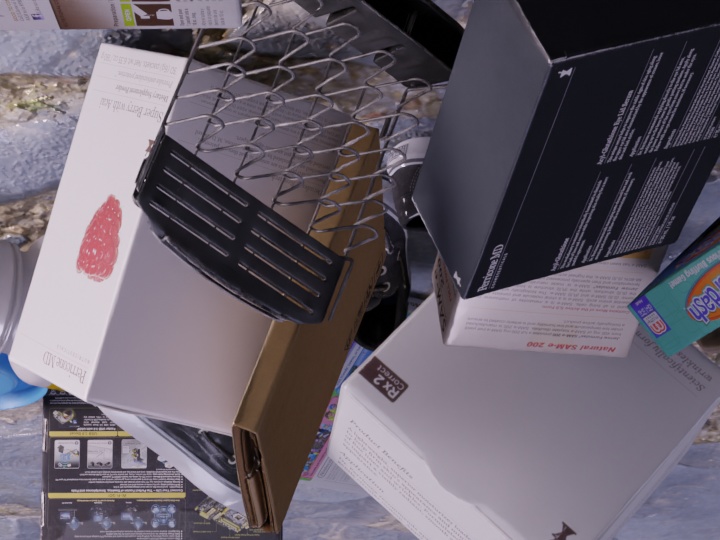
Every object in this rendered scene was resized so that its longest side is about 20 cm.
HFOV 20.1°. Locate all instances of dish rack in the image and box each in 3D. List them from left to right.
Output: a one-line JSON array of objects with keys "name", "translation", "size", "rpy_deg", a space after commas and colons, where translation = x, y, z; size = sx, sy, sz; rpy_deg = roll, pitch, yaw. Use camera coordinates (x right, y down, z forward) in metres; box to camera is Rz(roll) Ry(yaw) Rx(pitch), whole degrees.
[{"name": "dish rack", "translation": [-0.033, -0.079, 1.087], "size": [0.153, 0.201, 0.054], "rpy_deg": [34, 153, -27]}]

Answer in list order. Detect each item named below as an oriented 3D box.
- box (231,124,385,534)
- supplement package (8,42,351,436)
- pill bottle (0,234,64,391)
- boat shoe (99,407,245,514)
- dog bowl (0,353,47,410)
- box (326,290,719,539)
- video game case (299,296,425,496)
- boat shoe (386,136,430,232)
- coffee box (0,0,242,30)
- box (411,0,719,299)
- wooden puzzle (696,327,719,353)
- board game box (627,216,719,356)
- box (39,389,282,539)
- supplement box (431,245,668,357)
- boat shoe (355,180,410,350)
[{"name": "box", "translation": [-0.027, 0.036, 1.187], "size": [0.021, 0.201, 0.164], "rpy_deg": [17, 155, 11]}, {"name": "supplement package", "translation": [-0.108, -0.018, 1.195], "size": [0.119, 0.201, 0.121], "rpy_deg": [16, 180, -33]}, {"name": "pill bottle", "translation": [-0.186, 0.034, 1.445], "size": [0.199, 0.112, 0.111], "rpy_deg": [11, 153, -25]}, {"name": "boat shoe", "translation": [-0.105, 0.109, 1.414], "size": [0.056, 0.069, 0.200], "rpy_deg": [-35, 131, 20]}, {"name": "dog bowl", "translation": [-0.323, 0.053, 1.554], "size": [0.111, 0.050, 0.200], "rpy_deg": [-15, 151, 28]}, {"name": "box", "translation": [0.114, 0.103, 1.414], "size": [0.199, 0.200, 0.131], "rpy_deg": [41, 157, 12]}, {"name": "video game case", "translation": [-0.015, 0.095, 1.596], "size": [0.181, 0.022, 0.201], "rpy_deg": [12, 127, -26]}, {"name": "boat shoe", "translation": [0.114, -0.041, 1.347], "size": [0.199, 0.067, 0.070], "rpy_deg": [9, 154, -20]}, {"name": "coffee box", "translation": [-0.157, -0.183, 0.977], "size": [0.198, 0.115, 0.080], "rpy_deg": [-1, 156, 0]}, {"name": "box", "translation": [0.119, -0.084, 1.063], "size": [0.140, 0.079, 0.200], "rpy_deg": [-16, 150, -22]}, {"name": "wooden puzzle", "translation": [0.299, -0.017, 1.269], "size": [0.185, 0.037, 0.200], "rpy_deg": [-40, -176, -5]}, {"name": "board game box", "translation": [0.270, -0.041, 1.235], "size": [0.200, 0.045, 0.152], "rpy_deg": [-39, 180, -36]}, {"name": "box", "translation": [-0.162, 0.165, 1.667], "size": [0.199, 0.162, 0.049], "rpy_deg": [0, 170, -4]}, {"name": "supplement box", "translation": [0.127, -0.044, 1.255], "size": [0.125, 0.074, 0.201], "rpy_deg": [5, 130, -12]}, {"name": "boat shoe", "translation": [0.000, 0.000, 1.414], "size": [0.069, 0.067, 0.200], "rpy_deg": [-3, 155, 3]}]
